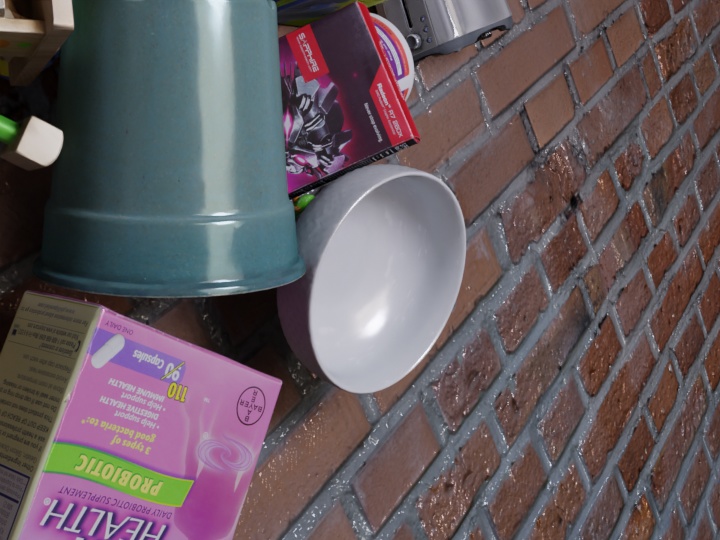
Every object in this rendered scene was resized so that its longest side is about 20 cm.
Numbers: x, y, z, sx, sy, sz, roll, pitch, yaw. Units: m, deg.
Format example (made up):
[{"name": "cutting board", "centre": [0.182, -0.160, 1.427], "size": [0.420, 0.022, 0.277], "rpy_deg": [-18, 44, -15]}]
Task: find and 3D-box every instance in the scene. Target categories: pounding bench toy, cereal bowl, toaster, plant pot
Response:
[{"name": "pounding bench toy", "centre": [-0.275, -0.161, 0.660], "size": [0.155, 0.124, 0.202], "rpy_deg": [-4, 85, -31]}, {"name": "cereal bowl", "centre": [0.000, 0.000, 0.905], "size": [0.199, 0.083, 0.201], "rpy_deg": [-26, 127, -40]}, {"name": "toaster", "centre": [0.096, -0.319, 1.220], "size": [0.200, 0.113, 0.130], "rpy_deg": [-33, 105, -49]}, {"name": "plant pot", "centre": [-0.135, -0.098, 0.755], "size": [0.200, 0.199, 0.198], "rpy_deg": [-12, 108, -53]}]

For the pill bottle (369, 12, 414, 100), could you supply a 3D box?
[{"name": "pill bottle", "centre": [-0.038, -0.176, 1.011], "size": [0.200, 0.112, 0.113], "rpy_deg": [-37, 111, -50]}]

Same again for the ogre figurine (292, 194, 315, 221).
[{"name": "ogre figurine", "centre": [-0.012, -0.027, 1.025], "size": [0.200, 0.098, 0.121], "rpy_deg": [-34, 120, -38]}]

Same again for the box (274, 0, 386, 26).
[{"name": "box", "centre": [-0.065, -0.274, 0.991], "size": [0.199, 0.121, 0.048], "rpy_deg": [-11, 91, -53]}]

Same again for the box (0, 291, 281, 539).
[{"name": "box", "centre": [-0.173, 0.140, 0.727], "size": [0.176, 0.096, 0.201], "rpy_deg": [30, 74, -45]}]

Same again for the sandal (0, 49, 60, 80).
[{"name": "sandal", "centre": [-0.222, -0.222, 0.818], "size": [0.087, 0.079, 0.201], "rpy_deg": [90, 24, -63]}]

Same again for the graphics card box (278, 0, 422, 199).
[{"name": "graphics card box", "centre": [-0.063, -0.127, 0.886], "size": [0.051, 0.199, 0.126], "rpy_deg": [-19, 86, -81]}]
